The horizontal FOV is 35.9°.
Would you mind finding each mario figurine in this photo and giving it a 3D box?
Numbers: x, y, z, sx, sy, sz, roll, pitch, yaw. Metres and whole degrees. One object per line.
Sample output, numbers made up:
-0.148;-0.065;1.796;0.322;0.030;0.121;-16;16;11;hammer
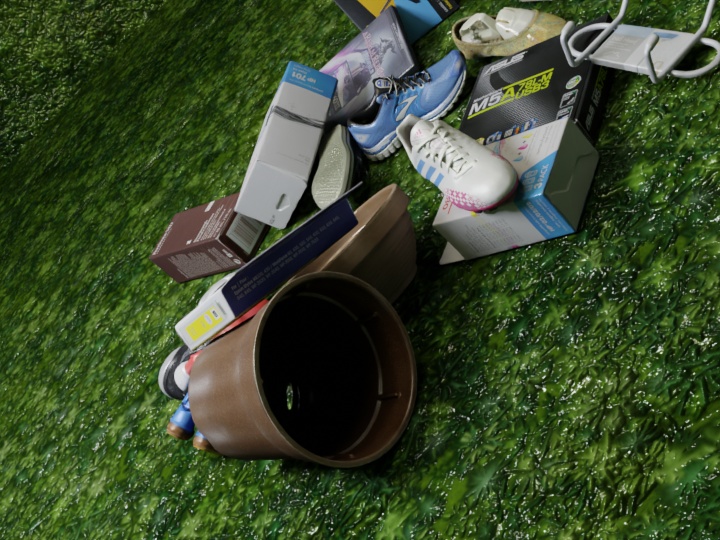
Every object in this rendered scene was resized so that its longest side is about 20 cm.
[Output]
-0.158;0.129;1.392;0.201;0.123;0.106;-64;16;-6;mario figurine

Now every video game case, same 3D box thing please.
-0.001;-0.303;1.742;0.200;0.019;0.143;-39;48;27;video game case

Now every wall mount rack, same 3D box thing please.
0.323;-0.288;1.238;0.200;0.075;0.174;23;63;44;wall mount rack

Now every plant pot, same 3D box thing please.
-0.078;0.121;1.197;0.198;0.200;0.201;-22;36;51;plant pot
0.000;0.000;1.307;0.201;0.093;0.201;-43;9;9;plant pot

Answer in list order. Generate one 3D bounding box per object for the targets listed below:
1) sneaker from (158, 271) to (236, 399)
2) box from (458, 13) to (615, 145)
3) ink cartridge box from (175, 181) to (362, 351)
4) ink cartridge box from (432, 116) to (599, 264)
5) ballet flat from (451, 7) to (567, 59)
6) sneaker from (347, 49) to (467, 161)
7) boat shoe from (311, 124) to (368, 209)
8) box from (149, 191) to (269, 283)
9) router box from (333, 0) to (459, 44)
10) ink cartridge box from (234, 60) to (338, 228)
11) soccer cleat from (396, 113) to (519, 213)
-0.188;0.098;1.494;0.200;0.075;0.114;-57;29;-6;sneaker
0.211;-0.205;1.354;0.200;0.047;0.194;-16;42;43;box
-0.095;-0.002;1.237;0.197;0.047;0.200;-38;5;-32;ink cartridge box
0.158;-0.085;1.249;0.200;0.068;0.115;-16;41;45;ink cartridge box
0.194;-0.327;1.515;0.071;0.071;0.200;-56;29;-16;ballet flat
0.064;-0.242;1.560;0.200;0.089;0.079;-38;30;16;sneaker
-0.025;-0.138;1.577;0.075;0.062;0.200;-37;25;21;boat shoe
-0.237;-0.051;1.754;0.200;0.075;0.100;-15;42;48;box
0.038;-0.450;1.748;0.149;0.200;0.051;-35;28;23;router box
-0.110;-0.187;1.667;0.147;0.086;0.201;124;165;-55;ink cartridge box
0.097;-0.121;1.215;0.070;0.086;0.200;-48;28;-2;soccer cleat
